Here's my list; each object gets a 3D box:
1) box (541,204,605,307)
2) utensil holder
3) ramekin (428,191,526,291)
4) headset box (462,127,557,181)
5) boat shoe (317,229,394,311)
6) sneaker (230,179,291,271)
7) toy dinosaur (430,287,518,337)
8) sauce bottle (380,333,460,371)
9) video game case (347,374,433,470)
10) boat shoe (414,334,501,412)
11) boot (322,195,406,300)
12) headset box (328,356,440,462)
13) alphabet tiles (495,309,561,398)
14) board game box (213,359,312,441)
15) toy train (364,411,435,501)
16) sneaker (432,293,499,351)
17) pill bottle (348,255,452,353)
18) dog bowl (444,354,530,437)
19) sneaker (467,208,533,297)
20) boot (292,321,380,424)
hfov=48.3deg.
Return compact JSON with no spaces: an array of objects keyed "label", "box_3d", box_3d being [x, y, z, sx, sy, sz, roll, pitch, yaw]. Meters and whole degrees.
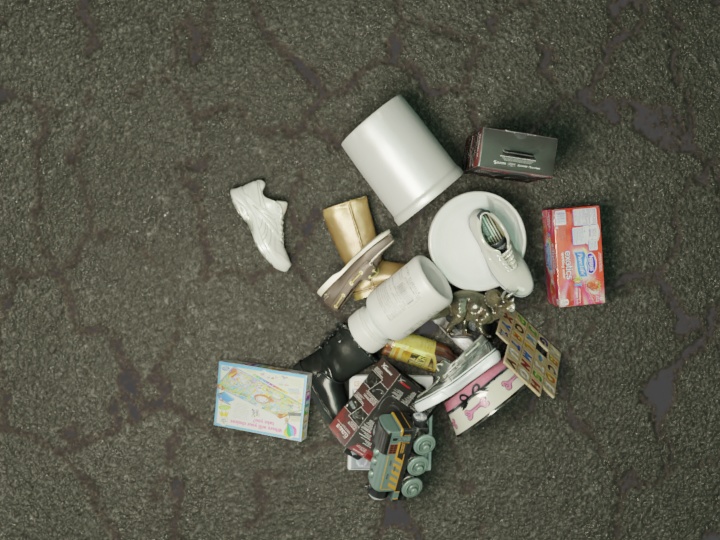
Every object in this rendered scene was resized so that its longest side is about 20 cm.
[{"label":"box","box_3d":[0.440,-0.031,1.663,0.098,0.095,0.204,-5,94,-2]},{"label":"utensil holder","box_3d":[0.080,-0.220,1.600,0.169,0.170,0.201,-39,93,0]},{"label":"ramekin","box_3d":[0.234,-0.061,1.653,0.199,0.094,0.206,0,94,-2]},{"label":"headset box","box_3d":[0.292,-0.226,1.585,0.146,0.200,0.079,7,93,-4]},{"label":"boat shoe","box_3d":[0.000,0.000,1.606,0.200,0.072,0.060,-43,87,16]},{"label":"sneaker","box_3d":[-0.183,-0.097,1.642,0.098,0.078,0.202,-29,96,-4]},{"label":"toy dinosaur","box_3d":[0.221,0.080,1.609,0.197,0.077,0.104,4,90,24]},{"label":"sauce bottle","box_3d":[0.143,0.175,1.679,0.197,0.066,0.067,18,93,-2]},{"label":"video game case","box_3d":[0.063,0.323,1.706,0.178,0.023,0.204,1,94,-2]},{"label":"boat shoe","box_3d":[0.180,0.201,1.578,0.199,0.072,0.071,-37,81,4]},{"label":"boot","box_3d":[0.031,-0.057,1.659,0.172,0.066,0.203,-18,93,-2]},{"label":"headset box","box_3d":[0.044,0.300,1.623,0.148,0.077,0.201,37,92,-38]},{"label":"alphabet tiles","box_3d":[0.340,0.166,1.632,0.167,0.200,0.008,43,121,-5]},{"label":"board game box","box_3d":[-0.202,0.265,1.653,0.197,0.034,0.137,7,93,16]},{"label":"toy train","box_3d":[0.073,0.366,1.577,0.112,0.085,0.203,3,116,-21]},{"label":"sneaker","box_3d":[0.203,0.077,1.673,0.200,0.075,0.114,44,90,-10]},{"label":"pill bottle","box_3d":[0.075,0.072,1.590,0.199,0.114,0.115,-39,95,22]},{"label":"dog bowl","box_3d":[0.254,0.249,1.632,0.199,0.200,0.074,-37,80,0]},{"label":"sneaker","box_3d":[0.275,-0.031,1.574,0.073,0.071,0.201,-36,95,0]},{"label":"boot","box_3d":[-0.030,0.218,1.655,0.162,0.073,0.199,-38,84,11]}]
